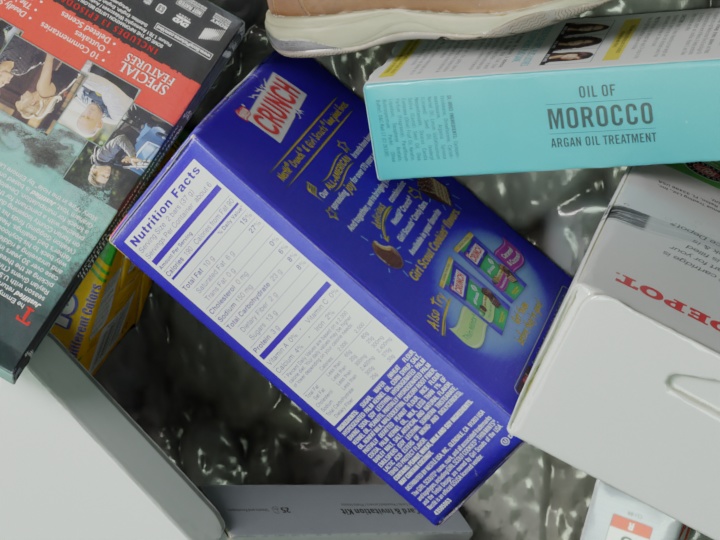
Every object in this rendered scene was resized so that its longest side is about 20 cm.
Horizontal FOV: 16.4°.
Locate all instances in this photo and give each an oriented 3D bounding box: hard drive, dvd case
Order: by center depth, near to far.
[{"bbox_3d":[-0.165,-0.067,1.147,0.146,0.022,0.200,29,72,6],"label":"dvd case"},{"bbox_3d":[-0.171,0.111,1.226,0.132,0.026,0.200,48,137,-14],"label":"hard drive"}]

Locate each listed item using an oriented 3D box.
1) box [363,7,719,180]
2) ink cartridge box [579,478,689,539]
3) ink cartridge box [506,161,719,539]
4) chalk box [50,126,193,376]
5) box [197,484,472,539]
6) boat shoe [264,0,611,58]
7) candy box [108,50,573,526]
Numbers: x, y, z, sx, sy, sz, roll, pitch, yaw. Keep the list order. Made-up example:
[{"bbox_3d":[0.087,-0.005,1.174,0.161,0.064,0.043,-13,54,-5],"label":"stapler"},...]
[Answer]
[{"bbox_3d":[0.109,-0.082,1.149,0.199,0.082,0.049,-2,112,18],"label":"box"},{"bbox_3d":[0.119,0.175,1.187,0.050,0.162,0.201,14,103,11],"label":"ink cartridge box"},{"bbox_3d":[0.161,0.030,1.113,0.146,0.200,0.084,27,118,5],"label":"ink cartridge box"},{"bbox_3d":[-0.199,-0.040,1.235,0.200,0.124,0.124,26,117,4],"label":"chalk box"},{"bbox_3d":[-0.051,0.196,1.280,0.041,0.156,0.200,54,126,39],"label":"box"},{"bbox_3d":[0.044,-0.146,1.148,0.199,0.076,0.072,-7,107,17],"label":"boat shoe"},{"bbox_3d":[0.000,0.000,1.166,0.200,0.169,0.077,42,115,-3],"label":"candy box"}]
